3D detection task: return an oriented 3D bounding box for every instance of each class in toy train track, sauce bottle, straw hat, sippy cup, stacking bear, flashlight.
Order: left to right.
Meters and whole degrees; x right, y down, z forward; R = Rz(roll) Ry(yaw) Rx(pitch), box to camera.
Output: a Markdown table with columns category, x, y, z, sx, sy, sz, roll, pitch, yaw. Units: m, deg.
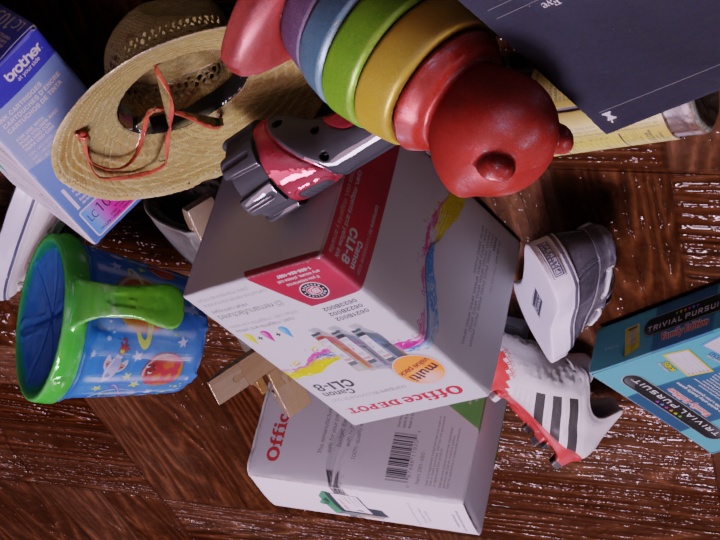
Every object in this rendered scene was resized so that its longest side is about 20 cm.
| category | x | y | z | sx | sy | sz | roll | pitch | yaw |
| --- | --- | --- | --- | --- | --- | --- | --- | --- | --- |
| sippy cup | -0.199 | 0.045 | 1.273 | 0.130 | 0.140 | 0.178 | 9 | -161 | -28 |
| straw hat | -0.126 | -0.137 | 1.060 | 0.200 | 0.085 | 0.201 | -18 | 156 | -8 |
| toy train track | -0.091 | 0.027 | 1.229 | 0.033 | 0.115 | 0.200 | 29 | 148 | 57 |
| flashlight | 0.001 | -0.106 | 1.037 | 0.200 | 0.068 | 0.068 | -31 | 121 | 24 |
| stacking bear | 0.033 | -0.117 | 0.919 | 0.200 | 0.121 | 0.114 | 43 | 131 | 24 |
| sauce bottle | 0.130 | -0.107 | 1.020 | 0.199 | 0.065 | 0.065 | -4 | 144 | 32 |

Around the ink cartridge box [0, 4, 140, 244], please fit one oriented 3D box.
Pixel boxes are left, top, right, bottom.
| category | x | y | z | sx | sy | sz | roll | pitch | yaw |
| --- | --- | --- | --- | --- | --- | --- | --- | --- | --- |
| ink cartridge box | -0.248 | -0.124 | 1.109 | 0.136 | 0.076 | 0.200 | 32 | 167 | 42 |

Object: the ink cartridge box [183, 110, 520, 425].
| category | x | y | z | sx | sy | sz | roll | pitch | yaw |
| --- | --- | --- | --- | --- | --- | --- | --- | --- | --- |
| ink cartridge box | 0.000 | 0.000 | 1.172 | 0.145 | 0.145 | 0.200 | -16 | 137 | 40 |

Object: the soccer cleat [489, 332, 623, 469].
| category | x | y | z | sx | sy | sz | roll | pitch | yaw |
| --- | --- | --- | --- | --- | --- | --- | --- | --- | --- |
| soccer cleat | 0.148 | 0.086 | 1.315 | 0.085 | 0.069 | 0.200 | -40 | 122 | 4 |

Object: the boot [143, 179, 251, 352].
| category | x | y | z | sx | sy | sz | roll | pitch | yaw |
| --- | --- | --- | --- | --- | --- | --- | --- | --- | --- |
| boot | -0.068 | 0.009 | 1.289 | 0.181 | 0.073 | 0.200 | 9 | 142 | 26 |

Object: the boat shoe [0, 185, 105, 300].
| category | x | y | z | sx | sy | sz | roll | pitch | yaw |
| --- | --- | --- | --- | --- | --- | --- | --- | --- | --- |
| boat shoe | -0.262 | -0.030 | 1.330 | 0.086 | 0.075 | 0.202 | 18 | 141 | -13 |

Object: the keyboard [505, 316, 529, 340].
| category | x | y | z | sx | sy | sz | roll | pitch | yaw |
| --- | --- | --- | --- | --- | --- | --- | --- | --- | --- |
| keyboard | 0.045 | 0.036 | 1.343 | 0.199 | 0.011 | 0.056 | 14 | 154 | 5 |

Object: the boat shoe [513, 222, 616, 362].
| category | x | y | z | sx | sy | sz | roll | pitch | yaw |
| --- | --- | --- | --- | --- | --- | --- | --- | --- | --- |
| boat shoe | 0.161 | 0.013 | 1.195 | 0.068 | 0.072 | 0.200 | -24 | 160 | -5 |

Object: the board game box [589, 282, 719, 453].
| category | x | y | z | sx | sy | sz | roll | pitch | yaw |
| --- | --- | --- | --- | --- | --- | --- | --- | --- | --- |
| board game box | 0.306 | 0.072 | 1.238 | 0.151 | 0.047 | 0.200 | 33 | 146 | -25 |

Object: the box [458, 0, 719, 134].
| category | x | y | z | sx | sy | sz | roll | pitch | yaw |
| --- | --- | --- | --- | --- | --- | --- | --- | --- | --- |
| box | 0.158 | -0.190 | 0.835 | 0.182 | 0.104 | 0.200 | 38 | 143 | -29 |

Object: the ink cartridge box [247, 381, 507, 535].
| category | x | y | z | sx | sy | sz | roll | pitch | yaw |
| --- | --- | --- | --- | --- | --- | --- | --- | --- | --- |
| ink cartridge box | 0.017 | 0.142 | 1.388 | 0.199 | 0.147 | 0.084 | 6 | 153 | 19 |
